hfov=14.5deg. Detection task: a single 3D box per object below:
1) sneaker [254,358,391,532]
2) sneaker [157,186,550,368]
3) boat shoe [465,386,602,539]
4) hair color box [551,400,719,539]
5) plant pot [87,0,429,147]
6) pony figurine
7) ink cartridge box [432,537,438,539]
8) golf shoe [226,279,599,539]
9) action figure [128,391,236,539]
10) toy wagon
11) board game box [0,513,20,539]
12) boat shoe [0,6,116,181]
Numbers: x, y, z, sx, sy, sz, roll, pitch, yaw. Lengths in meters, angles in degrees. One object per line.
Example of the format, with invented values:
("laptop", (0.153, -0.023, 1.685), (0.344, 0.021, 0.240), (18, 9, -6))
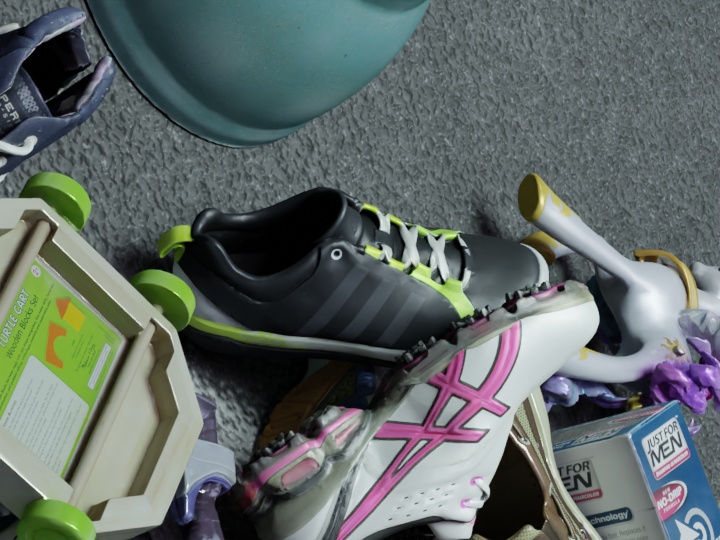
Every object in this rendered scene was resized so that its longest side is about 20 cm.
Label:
("sneaker", (0.007, 0.076, 1.459), (0.088, 0.075, 0.200), (43, 47, -32))
("sneaker", (0.000, 0.000, 1.398), (0.200, 0.083, 0.072), (-3, 49, -10))
("boat shoe", (0.077, 0.137, 1.442), (0.202, 0.075, 0.075), (67, 22, -1))
("hair color box", (0.151, 0.178, 1.503), (0.061, 0.100, 0.200), (-28, 99, -52))
("plant pot", (-0.032, -0.178, 1.464), (0.200, 0.134, 0.200), (23, 58, -44))
("pony figurine", (0.174, 0.049, 1.631), (0.200, 0.167, 0.193), (14, 57, -30))
("ink cartridge box", (0.068, 0.213, 1.503), (0.174, 0.044, 0.200), (52, 42, -22))
("golf shoe", (0.038, 0.081, 1.359), (0.092, 0.200, 0.073), (55, -4, 1))
("action figure", (-0.078, 0.158, 1.291), (0.069, 0.130, 0.200), (15, 47, -59))
("toy wagon", (-0.150, 0.027, 1.217), (0.200, 0.040, 0.155), (44, 41, -22))
("board game box", (-0.156, 0.227, 1.225), (0.151, 0.047, 0.200), (-37, 105, -50))
("boat shoe", (-0.191, -0.058, 1.258), (0.075, 0.093, 0.200), (58, 40, -17))
